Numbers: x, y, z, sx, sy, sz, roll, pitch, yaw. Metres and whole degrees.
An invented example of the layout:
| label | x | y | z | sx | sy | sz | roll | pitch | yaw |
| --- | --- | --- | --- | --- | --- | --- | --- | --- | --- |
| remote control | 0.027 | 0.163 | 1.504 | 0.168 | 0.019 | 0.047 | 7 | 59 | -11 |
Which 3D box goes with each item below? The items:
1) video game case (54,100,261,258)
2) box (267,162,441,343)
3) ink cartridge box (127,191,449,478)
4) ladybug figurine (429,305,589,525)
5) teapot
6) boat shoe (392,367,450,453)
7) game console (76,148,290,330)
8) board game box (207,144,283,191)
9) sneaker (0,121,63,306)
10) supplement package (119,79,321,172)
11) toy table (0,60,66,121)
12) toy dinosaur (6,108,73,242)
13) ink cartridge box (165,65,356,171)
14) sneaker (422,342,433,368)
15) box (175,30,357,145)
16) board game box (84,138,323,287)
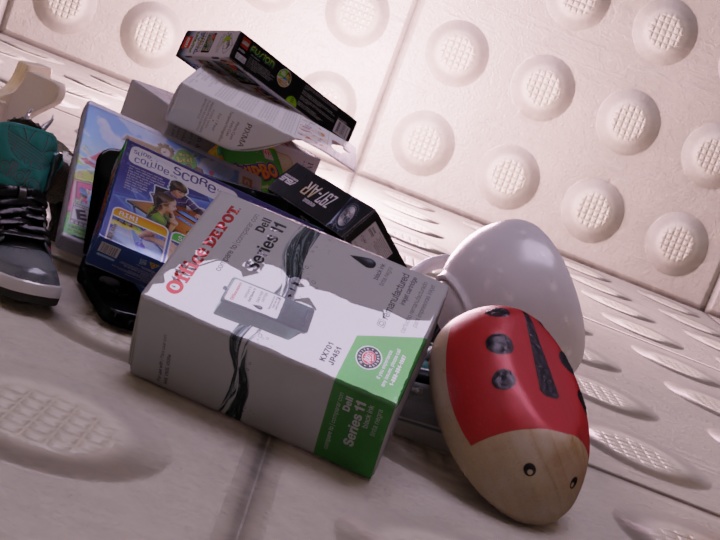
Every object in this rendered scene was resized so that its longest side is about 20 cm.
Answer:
| label | x | y | z | sx | sy | sz | roll | pitch | yaw |
| --- | --- | --- | --- | --- | --- | --- | --- | --- | --- |
| video game case | -0.188 | -0.060 | 1.145 | 0.198 | 0.022 | 0.184 | 23 | 44 | -25 |
| box | 0.000 | 0.000 | 1.189 | 0.160 | 0.043 | 0.201 | 34 | -21 | 51 |
| ink cartridge box | -0.052 | 0.042 | 0.876 | 0.198 | 0.084 | 0.147 | 22 | 40 | 6 |
| ladybug figurine | 0.122 | 0.100 | 0.925 | 0.134 | 0.072 | 0.202 | 15 | 41 | -28 |
| teapot | 0.136 | 0.047 | 1.260 | 0.144 | 0.200 | 0.200 | -18 | -13 | -11 |
| boat shoe | 0.022 | 0.090 | 0.975 | 0.198 | 0.072 | 0.070 | 20 | 9 | -15 |
| game console | -0.138 | -0.013 | 1.047 | 0.198 | 0.118 | 0.176 | 14 | 11 | -27 |
| board game box | -0.106 | -0.054 | 1.274 | 0.095 | 0.030 | 0.202 | 11 | 58 | -50 |
| sneaker | -0.280 | -0.056 | 0.965 | 0.083 | 0.122 | 0.199 | 13 | 13 | -40 |
| supplement package | -0.183 | -0.110 | 1.395 | 0.198 | 0.154 | 0.150 | 15 | 12 | -34 |
| toy table | -0.448 | -0.201 | 1.432 | 0.182 | 0.118 | 0.200 | 22 | 10 | 5 |
| toy dinosaur | -0.313 | -0.091 | 1.152 | 0.076 | 0.104 | 0.199 | 12 | 12 | -43 |
| ink cartridge box | -0.101 | -0.148 | 1.265 | 0.198 | 0.048 | 0.160 | 27 | 13 | -7 |
| sneaker | 0.098 | 0.094 | 1.094 | 0.198 | 0.081 | 0.071 | 23 | 9 | 10 |
| box | -0.107 | -0.210 | 1.367 | 0.109 | 0.035 | 0.199 | 14 | -14 | 47 |
| board game box | -0.128 | -0.023 | 1.020 | 0.198 | 0.035 | 0.136 | 25 | 38 | -18 |
